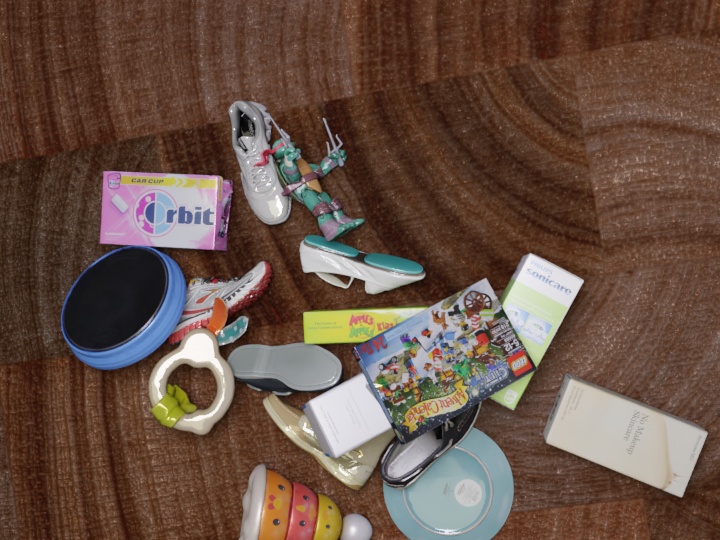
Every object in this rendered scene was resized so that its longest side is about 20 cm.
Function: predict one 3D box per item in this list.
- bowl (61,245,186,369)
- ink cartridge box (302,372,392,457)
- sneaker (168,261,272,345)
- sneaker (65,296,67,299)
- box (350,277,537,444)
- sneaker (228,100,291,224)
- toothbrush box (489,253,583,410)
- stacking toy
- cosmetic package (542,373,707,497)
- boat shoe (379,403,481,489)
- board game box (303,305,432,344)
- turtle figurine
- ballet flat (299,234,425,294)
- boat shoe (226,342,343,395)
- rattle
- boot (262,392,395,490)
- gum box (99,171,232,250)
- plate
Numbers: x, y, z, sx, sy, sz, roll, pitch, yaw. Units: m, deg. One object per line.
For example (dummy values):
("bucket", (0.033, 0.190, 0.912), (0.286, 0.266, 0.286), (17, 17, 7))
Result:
("bowl", (-0.357, 0.049, 1.194), (0.200, 0.039, 0.201), (-11, 54, 16))
("ink cartridge box", (0.029, 0.174, 1.099), (0.200, 0.145, 0.084), (-25, 82, -13))
("sneaker", (-0.228, 0.038, 1.239), (0.200, 0.078, 0.082), (-30, 84, 7))
("sneaker", (-0.379, 0.033, 1.266), (0.200, 0.074, 0.088), (-28, 81, 8))
("box", (0.107, 0.115, 1.028), (0.200, 0.038, 0.137), (-27, 81, -13))
("sneaker", (-0.161, -0.167, 1.231), (0.075, 0.081, 0.200), (-17, 88, 6))
("toothbrush box", (0.225, 0.082, 1.137), (0.086, 0.146, 0.200), (27, 92, 8))
("stacking toy", (-0.079, 0.377, 1.207), (0.200, 0.146, 0.146), (10, 91, -10))
("cosmetic package", (0.375, 0.234, 1.150), (0.200, 0.073, 0.104), (20, 92, 9))
("boat shoe", (0.104, 0.238, 1.179), (0.200, 0.060, 0.074), (-42, 68, -7))
("board game box", (0.024, 0.079, 1.189), (0.199, 0.102, 0.048), (-2, 89, 8))
("turtle figurine", (-0.074, -0.141, 1.200), (0.101, 0.150, 0.200), (-31, 91, 35))
("ballet flat", (0.000, 0.000, 1.219), (0.200, 0.069, 0.070), (15, 92, 13))
("boat shoe", (-0.106, 0.151, 1.202), (0.200, 0.060, 0.076), (7, 62, 31))
("rattle", (-0.240, 0.145, 1.226), (0.130, 0.143, 0.200), (14, 80, 8))
("boot", (-0.034, 0.212, 1.212), (0.200, 0.073, 0.156), (38, 91, 14))
("gum box", (-0.300, -0.092, 1.256), (0.199, 0.066, 0.114), (3, 91, 9))
("plate", (0.131, 0.330, 1.209), (0.200, 0.026, 0.201), (0, 88, 9))
